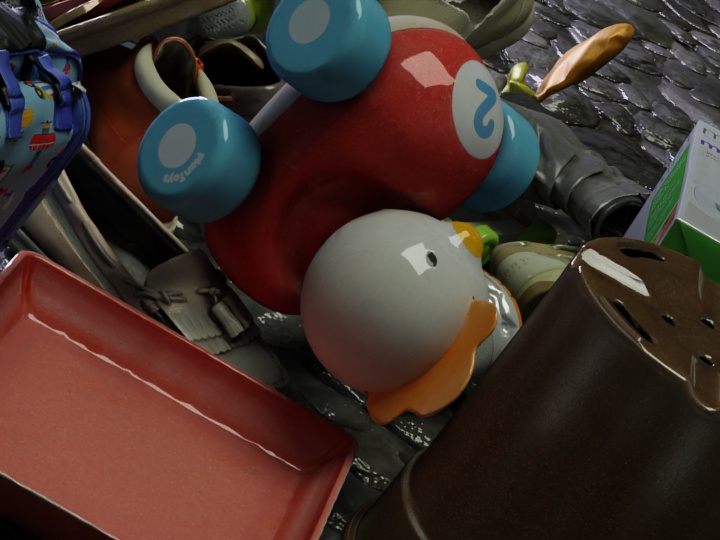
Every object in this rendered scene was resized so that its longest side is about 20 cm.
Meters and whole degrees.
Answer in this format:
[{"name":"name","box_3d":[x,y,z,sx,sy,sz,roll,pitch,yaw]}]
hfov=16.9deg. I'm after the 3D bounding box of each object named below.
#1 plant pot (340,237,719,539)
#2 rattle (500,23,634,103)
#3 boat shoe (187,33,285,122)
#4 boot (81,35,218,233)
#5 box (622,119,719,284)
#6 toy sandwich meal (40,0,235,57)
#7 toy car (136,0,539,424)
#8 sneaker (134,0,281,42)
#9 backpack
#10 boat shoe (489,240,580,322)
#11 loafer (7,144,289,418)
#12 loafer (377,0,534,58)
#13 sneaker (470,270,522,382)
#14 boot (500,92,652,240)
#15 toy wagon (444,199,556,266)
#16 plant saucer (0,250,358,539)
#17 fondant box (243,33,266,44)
[{"name":"plant pot","box_3d":[0.123,0.103,1.184,0.200,0.198,0.200,25,24,-12]},{"name":"rattle","box_3d":[0.066,-0.170,1.721,0.200,0.143,0.130,42,22,26]},{"name":"boat shoe","box_3d":[-0.075,-0.108,1.467,0.074,0.073,0.200,-8,21,-22]},{"name":"boot","box_3d":[-0.124,-0.099,1.411,0.075,0.107,0.200,16,25,-22]},{"name":"box","box_3d":[0.175,0.042,1.362,0.097,0.200,0.176,30,25,-1]},{"name":"toy sandwich meal","box_3d":[-0.150,-0.172,1.433,0.070,0.205,0.205,71,24,-9]},{"name":"toy car","box_3d":[0.021,-0.013,1.231,0.184,0.177,0.200,32,20,-50]},{"name":"sneaker","box_3d":[-0.059,-0.186,1.556,0.200,0.076,0.105,-10,1,14]},{"name":"backpack","box_3d":[-0.213,-0.067,1.175,0.135,0.183,0.200,43,14,8]},{"name":"boat shoe","box_3d":[0.175,0.018,1.570,0.201,0.073,0.063,5,38,-31]},{"name":"loafer","box_3d":[-0.113,0.001,1.277,0.200,0.063,0.072,38,26,17]},{"name":"loafer","box_3d":[0.029,-0.154,1.535,0.200,0.068,0.076,-33,62,-27]},{"name":"sneaker","box_3d":[0.000,0.000,1.406,0.092,0.076,0.200,-17,44,-43]},{"name":"boot","box_3d":[0.109,-0.064,1.547,0.132,0.070,0.200,38,26,27]},{"name":"toy wagon","box_3d":[0.032,-0.055,1.585,0.155,0.040,0.200,43,27,27]},{"name":"plant saucer","box_3d":[-0.111,0.086,1.150,0.200,0.037,0.200,30,23,-1]},{"name":"fondant box","box_3d":[-0.034,-0.190,1.652,0.200,0.058,0.144,14,38,4]}]
